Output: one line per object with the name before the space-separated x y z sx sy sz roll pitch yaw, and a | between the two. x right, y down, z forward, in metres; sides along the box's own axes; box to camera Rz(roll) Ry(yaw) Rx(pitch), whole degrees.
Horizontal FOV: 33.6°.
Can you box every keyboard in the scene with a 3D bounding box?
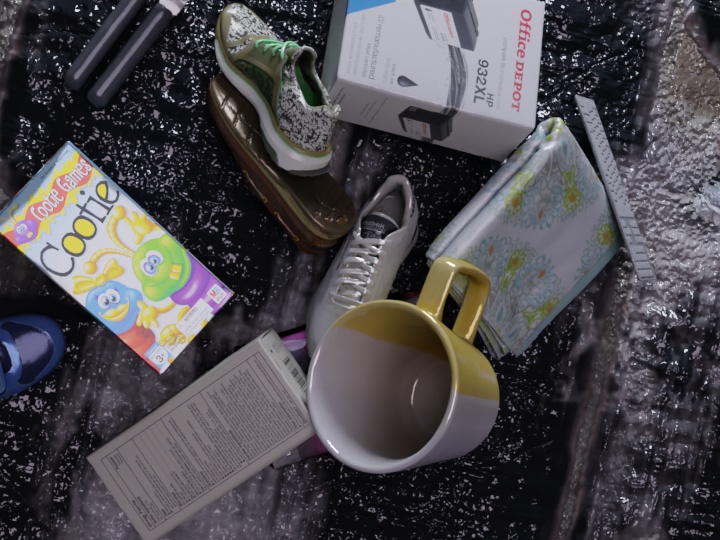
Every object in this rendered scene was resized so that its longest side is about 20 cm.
keyboard | 0.261 -0.085 1.222 0.011 0.056 0.201 -21 81 23

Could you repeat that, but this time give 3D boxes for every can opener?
can opener | -0.203 -0.246 1.122 0.053 0.067 0.200 37 83 -10

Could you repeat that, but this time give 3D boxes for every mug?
mug | 0.066 0.101 1.082 0.186 0.153 0.150 -40 62 18

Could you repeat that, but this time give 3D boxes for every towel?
towel | 0.169 -0.026 1.185 0.200 0.048 0.171 -47 132 -9

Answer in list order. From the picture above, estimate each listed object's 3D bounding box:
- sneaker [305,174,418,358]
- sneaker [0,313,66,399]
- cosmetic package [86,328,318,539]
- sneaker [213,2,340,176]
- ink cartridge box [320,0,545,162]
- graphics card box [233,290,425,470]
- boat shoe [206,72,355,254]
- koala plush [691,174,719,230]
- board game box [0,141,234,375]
sneaker | 0.000 0.000 1.139 0.076 0.081 0.200 20 65 4
sneaker | -0.366 0.093 1.083 0.199 0.082 0.074 -17 93 -14
cosmetic package | -0.139 0.153 1.108 0.200 0.073 0.104 -33 92 9
sneaker | -0.068 -0.188 1.115 0.077 0.089 0.200 -9 59 -41
ink cartridge box | 0.070 -0.208 1.161 0.199 0.084 0.146 13 70 -13
graphics card box | -0.014 0.106 1.182 0.199 0.051 0.126 -16 95 -12
boat shoe | -0.088 -0.100 1.148 0.072 0.068 0.200 -30 80 -43
koala plush | 0.458 -0.058 1.239 0.200 0.184 0.177 45 81 2
board game box | -0.228 -0.010 1.102 0.200 0.105 0.103 43 82 -10
